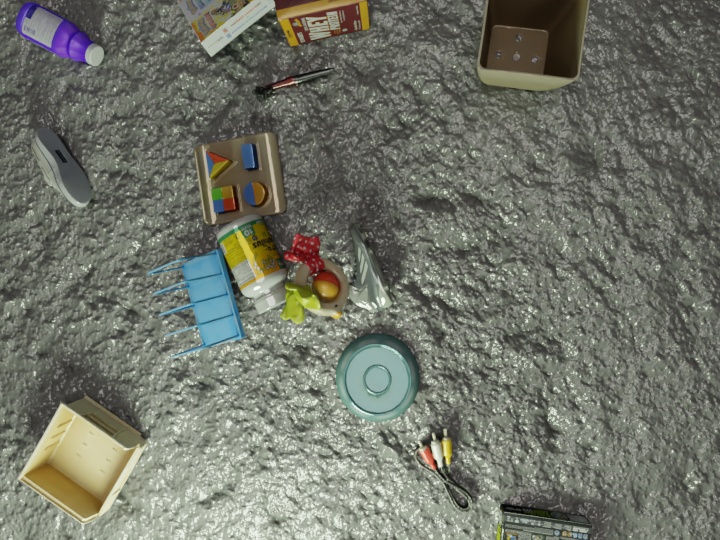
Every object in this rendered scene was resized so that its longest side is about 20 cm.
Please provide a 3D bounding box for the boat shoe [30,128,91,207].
[{"bbox_3d":[-0.708,-0.229,1.254,0.069,0.071,0.202,-32,92,31],"label":"boat shoe"}]

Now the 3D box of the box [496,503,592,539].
[{"bbox_3d":[0.403,0.622,1.191,0.195,0.044,0.165,6,92,4],"label":"box"}]

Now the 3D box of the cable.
[{"bbox_3d":[0.184,0.460,1.200,0.095,0.050,0.204,-22,88,5],"label":"cable"}]

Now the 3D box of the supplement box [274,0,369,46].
[{"bbox_3d":[-0.092,-0.635,1.167,0.192,0.133,0.205,-11,90,4],"label":"supplement box"}]

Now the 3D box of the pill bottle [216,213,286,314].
[{"bbox_3d":[-0.232,-0.012,1.194,0.111,0.113,0.204,-25,88,4],"label":"pill bottle"}]

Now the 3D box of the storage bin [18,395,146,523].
[{"bbox_3d":[-0.634,0.435,1.236,0.196,0.094,0.202,32,92,3],"label":"storage bin"}]

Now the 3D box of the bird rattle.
[{"bbox_3d":[-0.100,0.025,1.166,0.161,0.203,0.113,25,136,-21],"label":"bird rattle"}]

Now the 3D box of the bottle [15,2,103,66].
[{"bbox_3d":[-0.695,-0.543,1.243,0.197,0.065,0.085,27,93,3],"label":"bottle"}]

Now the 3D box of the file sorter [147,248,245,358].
[{"bbox_3d":[-0.365,0.074,1.174,0.137,0.122,0.205,-16,89,34],"label":"file sorter"}]

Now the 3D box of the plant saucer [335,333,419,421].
[{"bbox_3d":[0.038,0.247,1.221,0.195,0.027,0.206,0,90,5],"label":"plant saucer"}]

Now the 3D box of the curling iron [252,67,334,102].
[{"bbox_3d":[-0.153,-0.427,1.224,0.195,0.026,0.050,-16,53,0],"label":"curling iron"}]

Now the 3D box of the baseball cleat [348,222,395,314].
[{"bbox_3d":[0.000,0.000,1.201,0.105,0.070,0.204,-26,85,10],"label":"baseball cleat"}]

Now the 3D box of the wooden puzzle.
[{"bbox_3d":[-0.279,-0.212,1.228,0.195,0.046,0.190,-9,90,4],"label":"wooden puzzle"}]

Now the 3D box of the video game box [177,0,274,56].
[{"bbox_3d":[-0.301,-0.592,1.181,0.181,0.047,0.202,-37,57,6],"label":"video game box"}]

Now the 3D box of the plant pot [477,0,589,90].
[{"bbox_3d":[0.342,-0.479,1.116,0.195,0.177,0.205,8,91,4],"label":"plant pot"}]
